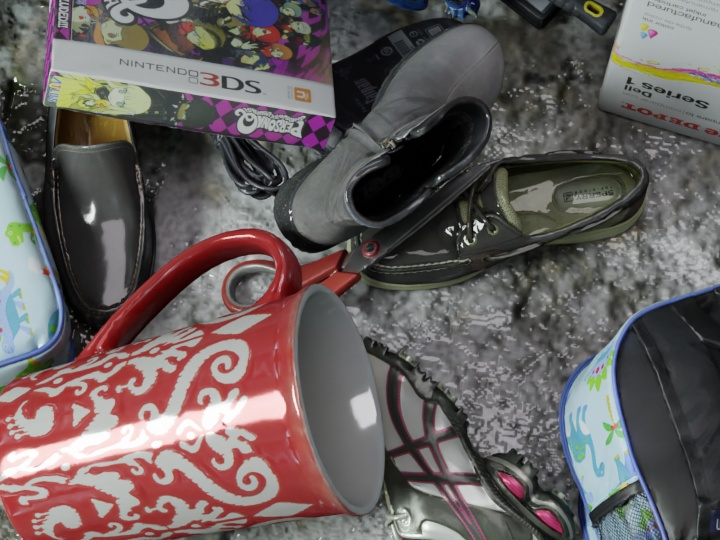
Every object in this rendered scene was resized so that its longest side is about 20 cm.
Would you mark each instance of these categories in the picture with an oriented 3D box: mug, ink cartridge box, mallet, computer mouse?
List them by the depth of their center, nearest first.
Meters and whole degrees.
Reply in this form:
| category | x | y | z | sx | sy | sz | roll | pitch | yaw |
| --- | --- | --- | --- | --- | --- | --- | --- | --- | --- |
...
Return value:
| category | x | y | z | sx | sy | sz | roll | pitch | yaw |
| --- | --- | --- | --- | --- | --- | --- | --- | --- | --- |
| mug | -0.098 | 0.082 | 1.133 | 0.199 | 0.134 | 0.178 | -14 | 33 | 17 |
| ink cartridge box | 0.238 | -0.155 | 1.210 | 0.144 | 0.200 | 0.084 | 17 | 72 | 5 |
| computer mouse | -0.019 | -0.120 | 1.275 | 0.199 | 0.046 | 0.141 | -29 | 53 | -17 |
| mallet | 0.078 | -0.212 | 1.296 | 0.200 | 0.041 | 0.066 | 40 | 72 | 9 |

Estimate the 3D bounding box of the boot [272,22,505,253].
| category | x | y | z | sx | sy | sz | roll | pitch | yaw |
| --- | --- | --- | --- | --- | --- | --- | --- | --- | --- |
| boot | 0.045 | -0.083 | 1.153 | 0.070 | 0.131 | 0.200 | 47 | 66 | -14 |

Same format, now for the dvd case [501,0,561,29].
| category | x | y | z | sx | sy | sz | roll | pitch | yaw |
| --- | --- | --- | --- | --- | --- | --- | --- | --- | --- |
| dvd case | 0.095 | -0.276 | 1.348 | 0.200 | 0.018 | 0.143 | 40 | 72 | 12 |

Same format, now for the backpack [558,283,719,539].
| category | x | y | z | sx | sy | sz | roll | pitch | yaw |
| --- | --- | --- | --- | --- | --- | --- | --- | --- | --- |
| backpack | 0.209 | 0.120 | 1.122 | 0.182 | 0.147 | 0.201 | -11 | 70 | -24 |

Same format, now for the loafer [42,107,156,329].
| category | x | y | z | sx | sy | sz | roll | pitch | yaw |
| --- | --- | --- | --- | --- | --- | --- | --- | --- | --- |
| loafer | -0.172 | -0.063 | 1.227 | 0.072 | 0.072 | 0.201 | -9 | 69 | -5 |

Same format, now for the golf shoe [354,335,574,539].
| category | x | y | z | sx | sy | sz | roll | pitch | yaw |
| --- | --- | --- | --- | --- | --- | --- | --- | --- | --- |
| golf shoe | 0.036 | 0.116 | 1.166 | 0.200 | 0.077 | 0.088 | 42 | 80 | 14 |

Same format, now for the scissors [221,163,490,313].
| category | x | y | z | sx | sy | sz | roll | pitch | yaw |
| --- | --- | --- | --- | --- | --- | --- | --- | --- | --- |
| scissors | 0.000 | 0.000 | 1.209 | 0.199 | 0.014 | 0.074 | -22 | 63 | 10 |

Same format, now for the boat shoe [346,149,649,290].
| category | x | y | z | sx | sy | sz | roll | pitch | yaw |
| --- | --- | --- | --- | --- | --- | --- | --- | --- | --- |
| boat shoe | 0.088 | -0.040 | 1.230 | 0.199 | 0.066 | 0.072 | -12 | 73 | -5 |

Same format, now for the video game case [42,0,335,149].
| category | x | y | z | sx | sy | sz | roll | pitch | yaw |
| --- | --- | --- | --- | --- | --- | --- | --- | --- | --- |
| video game case | -0.110 | -0.171 | 1.237 | 0.180 | 0.036 | 0.201 | 9 | 48 | -15 |

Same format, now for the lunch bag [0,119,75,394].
| category | x | y | z | sx | sy | sz | roll | pitch | yaw |
| --- | --- | --- | --- | --- | --- | --- | --- | --- | --- |
| lunch bag | -0.275 | -0.006 | 1.197 | 0.160 | 0.083 | 0.201 | -19 | 71 | -10 |

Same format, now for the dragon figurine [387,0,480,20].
| category | x | y | z | sx | sy | sz | roll | pitch | yaw |
| --- | --- | --- | --- | --- | --- | --- | --- | --- | --- |
| dragon figurine | 0.013 | -0.196 | 1.212 | 0.099 | 0.200 | 0.059 | 12 | 96 | 27 |
